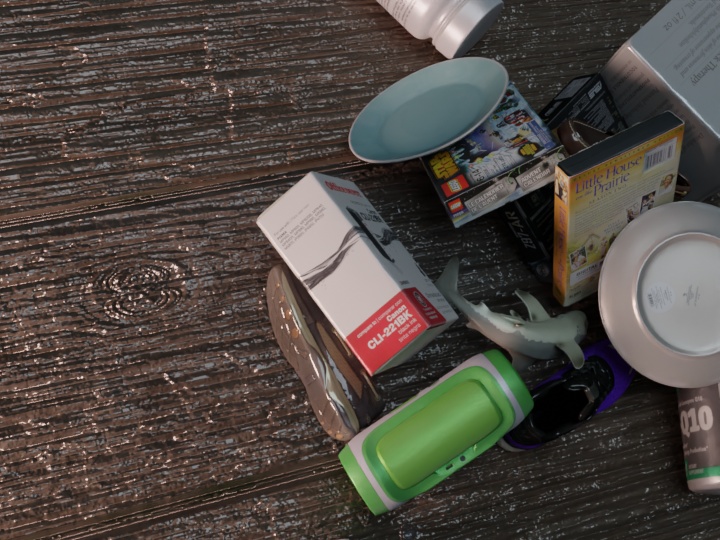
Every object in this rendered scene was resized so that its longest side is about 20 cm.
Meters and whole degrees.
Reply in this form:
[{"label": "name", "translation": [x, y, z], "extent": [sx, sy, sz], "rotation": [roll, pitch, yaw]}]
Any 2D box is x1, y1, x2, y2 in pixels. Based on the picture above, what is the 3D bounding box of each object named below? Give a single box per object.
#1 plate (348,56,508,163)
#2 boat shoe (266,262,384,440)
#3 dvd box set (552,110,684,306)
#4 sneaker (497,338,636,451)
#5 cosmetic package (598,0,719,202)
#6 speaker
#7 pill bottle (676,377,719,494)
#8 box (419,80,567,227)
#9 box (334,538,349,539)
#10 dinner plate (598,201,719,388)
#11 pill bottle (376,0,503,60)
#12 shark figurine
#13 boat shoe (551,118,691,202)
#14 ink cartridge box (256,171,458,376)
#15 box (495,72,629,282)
[{"label": "plate", "translation": [0.080, -0.180, 1.059], "extent": [0.200, 0.199, 0.026], "rotation": [-46, 127, -21]}, {"label": "boat shoe", "translation": [-0.038, 0.081, 0.992], "extent": [0.073, 0.074, 0.201], "rotation": [-23, 87, -28]}, {"label": "dvd box set", "translation": [0.276, -0.062, 0.999], "extent": [0.145, 0.201, 0.029], "rotation": [-26, 48, -12]}, {"label": "sneaker", "translation": [0.244, 0.135, 1.012], "extent": [0.199, 0.100, 0.070], "rotation": [-31, 83, -19]}, {"label": "cosmetic package", "translation": [0.403, -0.211, 1.126], "extent": [0.200, 0.166, 0.167], "rotation": [46, 69, 4]}, {"label": "speaker", "translation": [0.079, 0.167, 0.953], "extent": [0.199, 0.088, 0.089], "rotation": [-33, 81, -4]}, {"label": "pill bottle", "translation": [0.418, 0.147, 1.040], "extent": [0.112, 0.113, 0.202], "rotation": [4, 71, -11]}, {"label": "box", "translation": [0.135, -0.139, 1.026], "extent": [0.136, 0.040, 0.201], "rotation": [-26, 35, 5]}, {"label": "box", "translation": [-0.040, 0.390, 0.850], "extent": [0.199, 0.131, 0.199], "rotation": [-35, 82, -20]}, {"label": "dinner plate", "translation": [0.355, 0.025, 0.984], "extent": [0.198, 0.024, 0.202], "rotation": [0, 88, -2]}, {"label": "pill bottle", "translation": [0.073, -0.361, 1.132], "extent": [0.200, 0.113, 0.113], "rotation": [45, 69, 5]}, {"label": "shark figurine", "translation": [0.164, 0.076, 1.032], "extent": [0.213, 0.090, 0.129], "rotation": [17, 35, -15]}, {"label": "boat shoe", "translation": [0.298, -0.123, 1.040], "extent": [0.199, 0.070, 0.071], "rotation": [24, 46, -36]}, {"label": "ink cartridge box", "translation": [0.000, 0.000, 0.967], "extent": [0.084, 0.144, 0.200], "rotation": [-41, 79, 14]}, {"label": "box", "translation": [0.248, -0.110, 1.089], "extent": [0.200, 0.043, 0.161], "rotation": [-45, 113, -21]}]
